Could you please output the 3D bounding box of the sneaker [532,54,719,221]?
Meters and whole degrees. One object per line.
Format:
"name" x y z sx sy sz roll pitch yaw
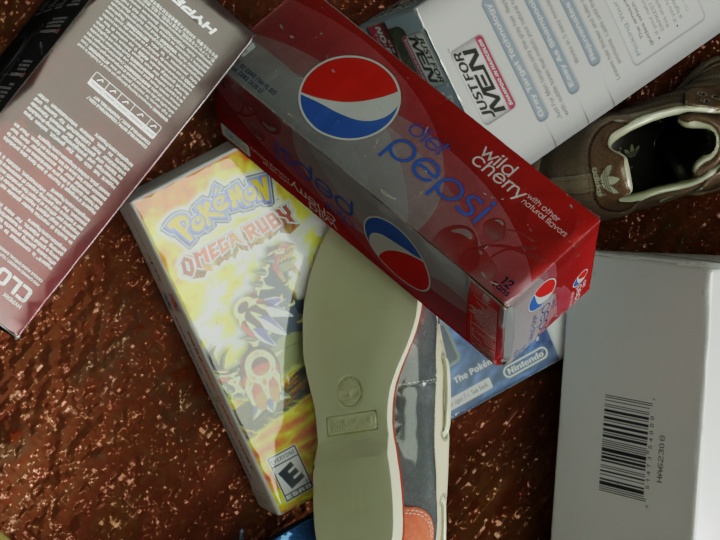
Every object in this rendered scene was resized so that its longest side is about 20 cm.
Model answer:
"sneaker" 0.185 -0.068 1.239 0.199 0.075 0.071 -23 105 -28

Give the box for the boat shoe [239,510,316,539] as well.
"boat shoe" -0.067 0.187 1.197 0.200 0.069 0.084 -38 99 -10

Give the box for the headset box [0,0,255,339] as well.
"headset box" -0.154 -0.056 1.108 0.075 0.149 0.200 40 81 -16

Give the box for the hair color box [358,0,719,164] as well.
"hair color box" 0.102 -0.129 1.202 0.200 0.060 0.099 -35 103 -32

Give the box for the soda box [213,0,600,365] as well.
"soda box" 0.020 -0.047 1.125 0.070 0.064 0.200 -40 67 -22

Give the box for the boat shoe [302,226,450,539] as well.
"boat shoe" 0.015 0.060 1.168 0.062 0.071 0.202 14 72 -52

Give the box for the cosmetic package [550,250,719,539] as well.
"cosmetic package" 0.215 0.095 1.231 0.199 0.123 0.201 3 93 -32

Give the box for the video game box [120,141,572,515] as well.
"video game box" 0.000 0.000 1.216 0.199 0.047 0.183 -28 99 -14

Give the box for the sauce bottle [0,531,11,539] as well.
"sauce bottle" -0.163 0.180 1.131 0.200 0.065 0.065 40 81 8
